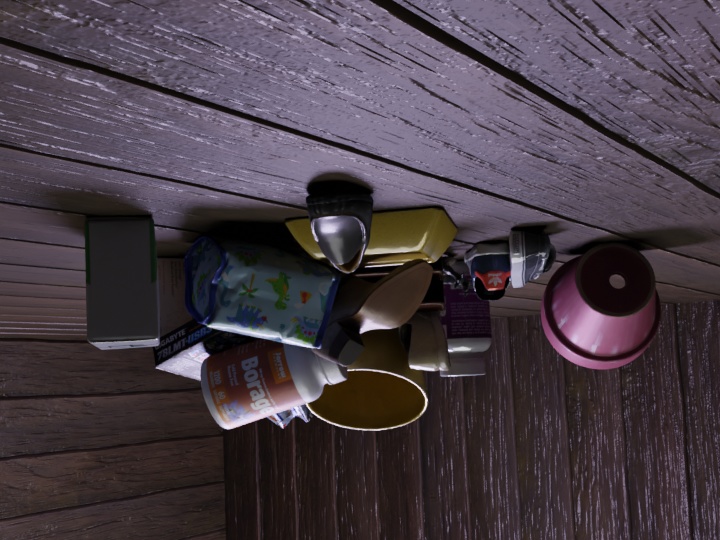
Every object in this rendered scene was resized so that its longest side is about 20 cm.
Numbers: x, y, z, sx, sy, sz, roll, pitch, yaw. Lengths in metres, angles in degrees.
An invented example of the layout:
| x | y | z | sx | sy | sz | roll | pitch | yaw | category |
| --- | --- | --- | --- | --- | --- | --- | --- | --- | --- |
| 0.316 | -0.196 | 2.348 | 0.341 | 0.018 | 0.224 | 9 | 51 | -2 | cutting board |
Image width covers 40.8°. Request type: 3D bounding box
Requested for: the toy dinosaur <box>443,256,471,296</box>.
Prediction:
| x | y | z | sx | sy | sz | roll | pitch | yaw | category |
| --- | --- | --- | --- | --- | --- | --- | --- | --- | --- |
| 0.136 | 0.002 | 1.576 | 0.088 | 0.048 | 0.200 | 33 | -161 | 24 | toy dinosaur |

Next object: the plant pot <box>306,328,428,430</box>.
| x | y | z | sx | sy | sz | roll | pitch | yaw | category |
| --- | --- | --- | --- | --- | --- | --- | --- | --- | --- |
| 0.011 | 0.150 | 1.580 | 0.198 | 0.143 | 0.201 | 2 | 144 | 1 | plant pot |

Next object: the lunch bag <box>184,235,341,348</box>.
| x | y | z | sx | sy | sz | roll | pitch | yaw | category |
| --- | --- | --- | --- | --- | --- | --- | --- | --- | --- |
| -0.142 | 0.020 | 1.299 | 0.169 | 0.128 | 0.200 | 14 | -170 | -22 | lunch bag |

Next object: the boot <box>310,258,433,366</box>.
| x | y | z | sx | sy | sz | roll | pitch | yaw | category |
| --- | --- | --- | --- | --- | --- | --- | --- | --- | --- |
| 0.001 | 0.039 | 1.318 | 0.070 | 0.200 | 0.146 | 42 | -176 | -28 | boot |

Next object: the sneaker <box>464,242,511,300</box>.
| x | y | z | sx | sy | sz | roll | pitch | yaw | category |
| --- | --- | --- | --- | --- | --- | --- | --- | --- | --- |
| 0.207 | 0.009 | 1.569 | 0.074 | 0.085 | 0.200 | -3 | 174 | 7 | sneaker |

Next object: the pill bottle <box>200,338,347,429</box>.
| x | y | z | sx | sy | sz | roll | pitch | yaw | category |
| --- | --- | --- | --- | --- | --- | --- | --- | --- | --- |
| -0.125 | 0.150 | 1.419 | 0.199 | 0.113 | 0.112 | -20 | 171 | 8 | pill bottle |

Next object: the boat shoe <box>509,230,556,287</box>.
| x | y | z | sx | sy | sz | roll | pitch | yaw | category |
| --- | --- | --- | --- | --- | --- | --- | --- | --- | --- |
| 0.257 | -0.020 | 1.439 | 0.067 | 0.072 | 0.200 | -2 | 167 | 9 | boat shoe |

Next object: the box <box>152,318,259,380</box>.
| x | y | z | sx | sy | sz | roll | pitch | yaw | category |
| --- | --- | --- | --- | --- | --- | --- | --- | --- | --- |
| -0.181 | 0.112 | 1.490 | 0.198 | 0.050 | 0.200 | -29 | 150 | 22 | box |

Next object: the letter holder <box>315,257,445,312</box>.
| x | y | z | sx | sy | sz | roll | pitch | yaw | category |
| --- | --- | --- | --- | --- | --- | --- | --- | --- | --- |
| 0.023 | 0.008 | 1.437 | 0.198 | 0.102 | 0.142 | -3 | 172 | 6 | letter holder |

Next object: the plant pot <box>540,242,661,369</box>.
| x | y | z | sx | sy | sz | roll | pitch | yaw | category |
| --- | --- | --- | --- | --- | --- | --- | --- | --- | --- |
| 0.408 | 0.046 | 1.610 | 0.198 | 0.202 | 0.179 | -3 | 158 | 3 | plant pot |

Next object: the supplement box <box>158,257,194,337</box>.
| x | y | z | sx | sy | sz | roll | pitch | yaw | category |
| --- | --- | --- | --- | --- | --- | --- | --- | --- | --- |
| -0.262 | 0.046 | 1.535 | 0.198 | 0.127 | 0.073 | 0 | 172 | -25 | supplement box |

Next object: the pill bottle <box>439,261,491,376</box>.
| x | y | z | sx | sy | sz | roll | pitch | yaw | category |
| --- | --- | --- | --- | --- | --- | --- | --- | --- | --- |
| 0.179 | 0.088 | 1.741 | 0.111 | 0.202 | 0.112 | -3 | 173 | 0 | pill bottle |

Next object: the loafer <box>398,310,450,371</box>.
| x | y | z | sx | sy | sz | roll | pitch | yaw | category |
| --- | --- | --- | --- | --- | --- | --- | --- | --- | --- |
| 0.093 | 0.089 | 1.514 | 0.068 | 0.076 | 0.200 | -8 | -154 | -3 | loafer |

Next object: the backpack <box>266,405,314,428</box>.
| x | y | z | sx | sy | sz | roll | pitch | yaw | category |
| --- | --- | --- | --- | --- | --- | --- | --- | --- | --- |
| -0.147 | 0.163 | 1.687 | 0.199 | 0.154 | 0.191 | 30 | 149 | 32 | backpack |

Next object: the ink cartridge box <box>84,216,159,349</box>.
| x | y | z | sx | sy | sz | roll | pitch | yaw | category |
| --- | --- | --- | --- | --- | --- | --- | --- | --- | --- |
| -0.294 | 0.021 | 1.209 | 0.083 | 0.147 | 0.200 | -2 | 174 | -12 | ink cartridge box |

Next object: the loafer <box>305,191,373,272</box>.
| x | y | z | sx | sy | sz | roll | pitch | yaw | category |
| --- | --- | --- | --- | --- | --- | --- | --- | --- | --- |
| -0.018 | -0.043 | 1.072 | 0.072 | 0.073 | 0.200 | -3 | 173 | 9 | loafer |

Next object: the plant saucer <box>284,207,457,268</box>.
| x | y | z | sx | sy | sz | roll | pitch | yaw | category |
| --- | --- | --- | --- | --- | --- | --- | --- | --- | --- |
| 0.020 | -0.036 | 1.266 | 0.198 | 0.049 | 0.200 | -3 | 174 | 11 | plant saucer |
